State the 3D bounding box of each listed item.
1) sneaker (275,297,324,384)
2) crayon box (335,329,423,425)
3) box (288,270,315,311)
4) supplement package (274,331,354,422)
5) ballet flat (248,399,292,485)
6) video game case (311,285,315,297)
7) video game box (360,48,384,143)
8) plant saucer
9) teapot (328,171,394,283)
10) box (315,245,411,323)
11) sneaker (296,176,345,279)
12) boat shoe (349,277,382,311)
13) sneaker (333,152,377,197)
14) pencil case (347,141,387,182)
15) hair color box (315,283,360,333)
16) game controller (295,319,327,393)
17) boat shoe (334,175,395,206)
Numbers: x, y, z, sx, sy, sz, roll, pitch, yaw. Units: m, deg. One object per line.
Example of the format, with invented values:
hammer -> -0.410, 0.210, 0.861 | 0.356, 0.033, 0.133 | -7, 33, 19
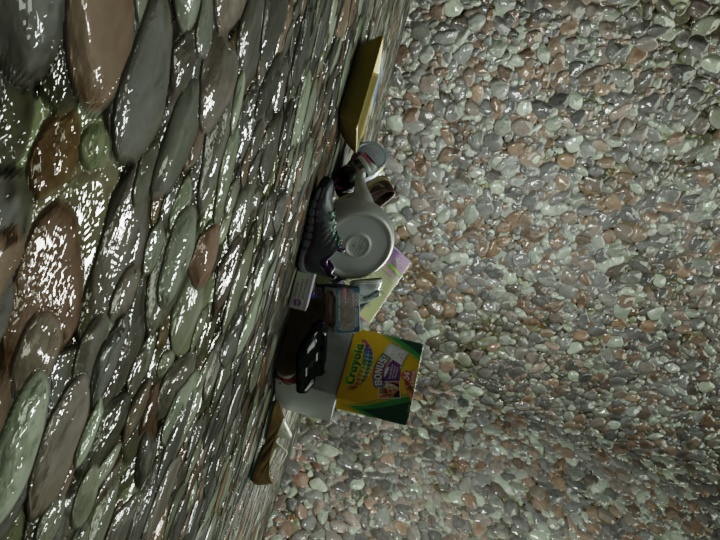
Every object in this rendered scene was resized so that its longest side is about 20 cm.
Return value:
sneaker -> -0.138, 0.165, 1.582 | 0.113, 0.071, 0.201 | 95, 17, -63
crayon box -> 0.047, 0.248, 1.648 | 0.059, 0.171, 0.201 | 98, 6, -50
box -> -0.105, -0.018, 1.439 | 0.041, 0.038, 0.201 | -66, 171, -76
supplement package -> -0.113, 0.235, 1.713 | 0.151, 0.151, 0.201 | 102, 4, -53
ballet flat -> -0.205, 0.414, 1.657 | 0.068, 0.072, 0.202 | 99, 6, -76
video game case -> -0.120, 0.064, 1.916 | 0.201, 0.045, 0.182 | 104, 0, -46
video game box -> 0.011, -0.418, 1.681 | 0.182, 0.046, 0.202 | 10, 95, -87
plant saucer -> -0.003, -0.372, 1.470 | 0.200, 0.048, 0.201 | 100, 6, -84
teapot -> -0.024, -0.085, 1.583 | 0.198, 0.199, 0.146 | 58, 2, -33
box -> 0.000, 0.000, 1.791 | 0.201, 0.176, 0.097 | -55, -147, -7
sneaker -> -0.063, -0.083, 1.366 | 0.075, 0.087, 0.201 | -73, 178, -67
boat shoe -> 0.003, 0.061, 1.630 | 0.202, 0.074, 0.065 | 144, -61, -64
sneaker -> -0.036, -0.223, 1.704 | 0.086, 0.081, 0.200 | -33, 174, -23
pencil case -> 0.004, -0.253, 1.799 | 0.200, 0.083, 0.091 | 133, -57, -65
hair color box -> -0.055, 0.083, 1.597 | 0.200, 0.060, 0.101 | -176, -95, -73
game controller -> -0.108, 0.192, 1.520 | 0.104, 0.042, 0.201 | -44, 156, -31
boat shoe -> -0.004, -0.146, 1.662 | 0.072, 0.199, 0.072 | 54, 4, -47
